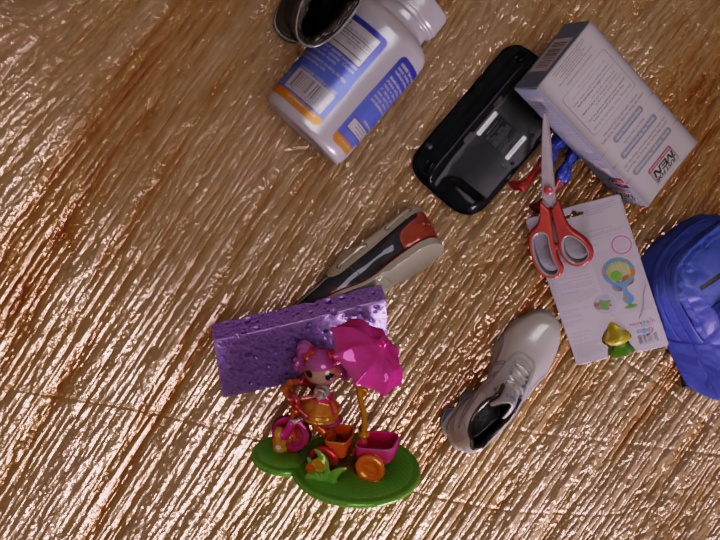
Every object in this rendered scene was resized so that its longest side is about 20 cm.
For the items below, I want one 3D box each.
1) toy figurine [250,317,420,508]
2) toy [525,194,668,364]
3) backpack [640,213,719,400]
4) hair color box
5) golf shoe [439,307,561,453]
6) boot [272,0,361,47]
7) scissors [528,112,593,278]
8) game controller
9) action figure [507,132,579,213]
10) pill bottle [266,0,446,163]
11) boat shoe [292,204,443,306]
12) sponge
[{"bbox_3d":[-0.025,0.140,1.200,0.198,0.150,0.186,9,113,14],"label":"toy figurine"},{"bbox_3d":[0.286,0.008,1.290,0.114,0.047,0.201,-15,106,24],"label":"toy"},{"bbox_3d":[0.441,0.032,1.270,0.162,0.168,0.201,-34,100,-15],"label":"backpack"},{"bbox_3d":[0.279,-0.176,1.221,0.200,0.061,0.099,42,84,-20],"label":"hair color box"},{"bbox_3d":[0.180,0.137,1.273,0.078,0.097,0.201,36,89,-11],"label":"golf shoe"},{"bbox_3d":[-0.029,-0.310,1.121,0.072,0.200,0.183,27,92,-9],"label":"boot"},{"bbox_3d":[0.210,-0.080,1.231,0.073,0.014,0.201,-12,116,25],"label":"scissors"},{"bbox_3d":[0.153,-0.163,1.251,0.104,0.042,0.200,41,90,-5],"label":"game controller"},{"bbox_3d":[0.255,-0.161,1.270,0.065,0.052,0.200,43,86,-18],"label":"action figure"},{"bbox_3d":[0.000,-0.226,1.184,0.112,0.112,0.200,41,89,-12],"label":"pill bottle"},{"bbox_3d":[0.000,0.000,1.240,0.199,0.071,0.063,-33,65,9],"label":"boat shoe"},{"bbox_3d":[-0.067,0.082,1.224,0.198,0.030,0.112,-12,140,-8],"label":"sponge"}]
